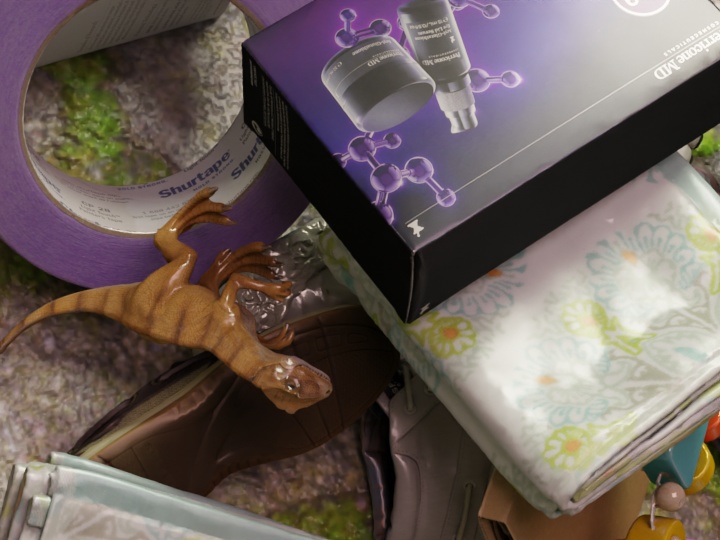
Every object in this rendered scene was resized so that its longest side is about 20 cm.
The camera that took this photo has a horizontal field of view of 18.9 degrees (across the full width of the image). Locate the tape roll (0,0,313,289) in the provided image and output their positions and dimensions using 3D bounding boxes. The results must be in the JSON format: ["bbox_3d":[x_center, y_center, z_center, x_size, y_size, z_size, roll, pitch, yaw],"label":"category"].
[{"bbox_3d":[-0.110,-0.091,1.098,0.199,0.066,0.201,-8,116,-15],"label":"tape roll"}]

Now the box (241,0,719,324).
[{"bbox_3d":[0.063,-0.090,1.043,0.200,0.079,0.141,-33,70,-17],"label":"box"}]

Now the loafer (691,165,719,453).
[{"bbox_3d":[0.216,0.032,1.217,0.201,0.072,0.063,65,25,-24],"label":"loafer"}]

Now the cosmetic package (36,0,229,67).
[{"bbox_3d":[-0.169,-0.177,1.172,0.199,0.081,0.113,-18,76,-26],"label":"cosmetic package"}]

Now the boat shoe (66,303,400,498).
[{"bbox_3d":[-0.074,0.069,1.102,0.199,0.065,0.073,-27,116,-20],"label":"boat shoe"}]

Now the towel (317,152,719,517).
[{"bbox_3d":[0.103,0.007,1.066,0.171,0.048,0.200,-31,61,-18],"label":"towel"}]

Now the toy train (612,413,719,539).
[{"bbox_3d":[0.163,0.127,1.147,0.150,0.055,0.201,-15,107,-61],"label":"toy train"}]

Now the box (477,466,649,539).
[{"bbox_3d":[0.120,0.089,1.144,0.021,0.164,0.201,7,56,28],"label":"box"}]

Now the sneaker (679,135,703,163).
[{"bbox_3d":[0.152,-0.090,1.265,0.089,0.079,0.201,24,63,-14],"label":"sneaker"}]

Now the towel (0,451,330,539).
[{"bbox_3d":[-0.095,0.193,1.041,0.199,0.048,0.172,19,85,-18],"label":"towel"}]

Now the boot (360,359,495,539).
[{"bbox_3d":[0.049,0.055,1.144,0.095,0.074,0.201,0,89,-16],"label":"boot"}]

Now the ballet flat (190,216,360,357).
[{"bbox_3d":[0.000,0.000,1.164,0.200,0.072,0.072,-33,84,-28],"label":"ballet flat"}]

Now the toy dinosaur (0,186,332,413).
[{"bbox_3d":[-0.097,0.015,1.066,0.199,0.061,0.106,12,52,33],"label":"toy dinosaur"}]
